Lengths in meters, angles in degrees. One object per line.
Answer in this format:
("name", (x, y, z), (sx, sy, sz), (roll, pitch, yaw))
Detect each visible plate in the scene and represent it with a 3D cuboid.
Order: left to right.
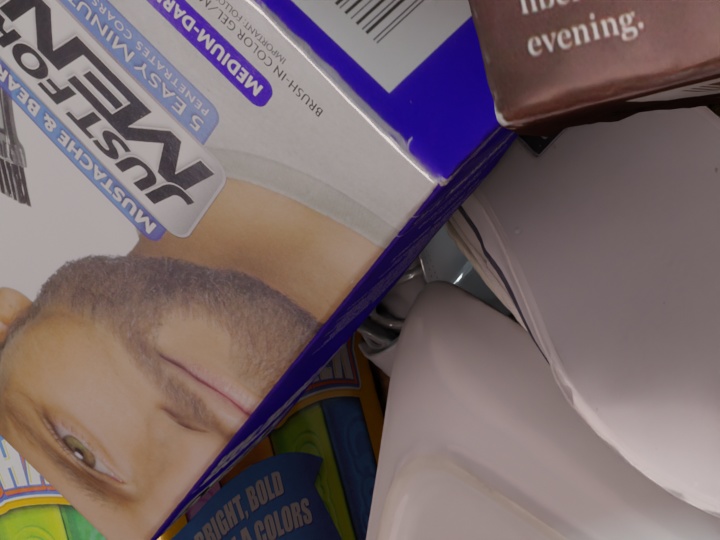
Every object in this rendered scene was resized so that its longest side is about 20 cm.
("plate", (0.055, 0.131, 0.746), (0.199, 0.032, 0.201), (33, 122, 41))

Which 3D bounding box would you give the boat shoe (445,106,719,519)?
("boat shoe", (0.053, -0.018, 0.721), (0.072, 0.066, 0.200), (-45, 70, 4))

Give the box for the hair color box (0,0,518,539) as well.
("hair color box", (-0.042, -0.024, 0.696), (0.109, 0.065, 0.200), (44, 145, 4))

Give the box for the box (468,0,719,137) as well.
("box", (0.111, -0.144, 0.606), (0.165, 0.164, 0.201), (-11, 90, 30))

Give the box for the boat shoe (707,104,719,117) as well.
("boat shoe", (0.092, -0.076, 0.749), (0.076, 0.072, 0.201), (19, 120, -13))

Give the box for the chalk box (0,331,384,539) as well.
("chalk box", (-0.074, 0.057, 0.883), (0.124, 0.124, 0.201), (-10, 99, 35))

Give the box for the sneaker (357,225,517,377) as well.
("sneaker", (0.000, 0.000, 0.821), (0.200, 0.115, 0.075), (51, 125, 9))
